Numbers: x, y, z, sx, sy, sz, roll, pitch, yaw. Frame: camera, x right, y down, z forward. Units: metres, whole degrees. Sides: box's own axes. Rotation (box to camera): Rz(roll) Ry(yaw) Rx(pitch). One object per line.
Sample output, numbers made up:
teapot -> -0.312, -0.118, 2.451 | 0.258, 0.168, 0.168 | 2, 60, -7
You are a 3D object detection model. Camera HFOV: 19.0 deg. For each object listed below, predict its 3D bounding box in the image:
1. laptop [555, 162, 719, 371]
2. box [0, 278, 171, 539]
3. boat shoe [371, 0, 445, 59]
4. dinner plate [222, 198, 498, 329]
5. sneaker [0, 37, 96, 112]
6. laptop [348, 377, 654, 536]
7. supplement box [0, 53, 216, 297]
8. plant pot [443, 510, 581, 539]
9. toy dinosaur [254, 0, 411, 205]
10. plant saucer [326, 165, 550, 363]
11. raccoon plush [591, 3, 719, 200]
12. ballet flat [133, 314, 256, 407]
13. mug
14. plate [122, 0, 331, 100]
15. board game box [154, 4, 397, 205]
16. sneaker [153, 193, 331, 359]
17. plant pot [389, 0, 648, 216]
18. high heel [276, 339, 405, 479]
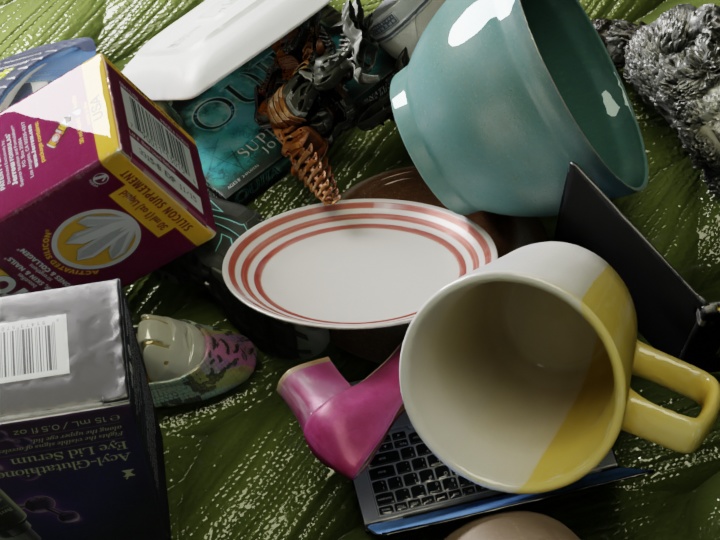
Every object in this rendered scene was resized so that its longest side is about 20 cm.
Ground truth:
laptop -> 0.245, -0.004, 1.485 | 0.199, 0.187, 0.116 | -7, 75, 0
box -> -0.214, 0.113, 1.458 | 0.147, 0.200, 0.105 | -9, 52, -1
boat shoe -> 0.075, -0.227, 1.782 | 0.070, 0.071, 0.200 | 51, 40, -11
dinner plate -> 0.000, 0.000, 1.551 | 0.199, 0.024, 0.200 | -2, 26, 1
sneaker -> -0.272, -0.125, 1.737 | 0.074, 0.083, 0.200 | -9, 27, 33
laptop -> 0.084, 0.110, 1.486 | 0.186, 0.116, 0.201 | -12, 52, -5
supplement box -> -0.228, -0.047, 1.584 | 0.199, 0.131, 0.104 | -29, 51, 17
plant pot -> 0.109, 0.245, 1.348 | 0.199, 0.201, 0.175 | -13, 35, -4
toy dinosaur -> -0.025, -0.133, 1.678 | 0.135, 0.102, 0.201 | -27, 67, 24
plant saucer -> 0.046, -0.015, 1.629 | 0.199, 0.037, 0.201 | -3, 49, 4
raccoon plush -> 0.238, -0.126, 1.698 | 0.199, 0.097, 0.135 | -5, 60, 40
ballet flat -> -0.177, 0.063, 1.575 | 0.199, 0.071, 0.069 | -5, 51, 1
mug -> 0.130, 0.065, 1.430 | 0.187, 0.149, 0.153 | 50, 25, -2
plate -> -0.098, -0.202, 1.719 | 0.200, 0.032, 0.199 | -38, 18, -17
board game box -> -0.078, -0.143, 1.753 | 0.200, 0.028, 0.135 | -39, 59, -22
sneaker -> -0.089, -0.008, 1.621 | 0.200, 0.076, 0.079 | 35, 60, 28
plant pot -> 0.106, -0.121, 1.582 | 0.134, 0.200, 0.201 | -26, 49, 20
high heel -> 0.046, 0.085, 1.491 | 0.199, 0.068, 0.096 | -12, 47, -33
